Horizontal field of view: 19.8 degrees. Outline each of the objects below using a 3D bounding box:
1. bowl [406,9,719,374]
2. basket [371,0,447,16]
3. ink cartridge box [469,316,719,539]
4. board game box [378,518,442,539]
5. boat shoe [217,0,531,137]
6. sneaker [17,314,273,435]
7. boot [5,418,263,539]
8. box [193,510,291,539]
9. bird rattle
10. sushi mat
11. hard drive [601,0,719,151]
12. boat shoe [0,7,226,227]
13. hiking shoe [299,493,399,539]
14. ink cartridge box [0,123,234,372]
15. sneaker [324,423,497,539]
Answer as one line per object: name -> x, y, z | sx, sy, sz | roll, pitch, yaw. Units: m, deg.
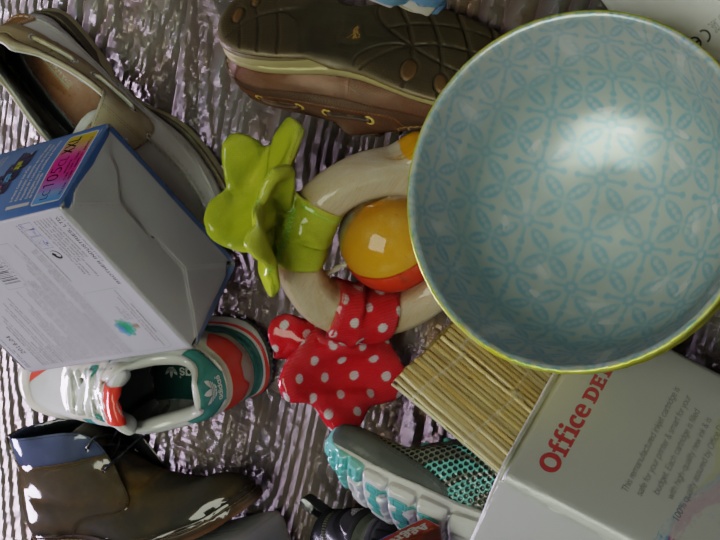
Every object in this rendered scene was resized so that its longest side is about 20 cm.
bowl -> 0.134, -0.035, 1.156 | 0.199, 0.108, 0.201 | -4, 79, 19
basket -> 0.042, -0.257, 1.119 | 0.139, 0.177, 0.200 | 12, 138, -16
ink cartridge box -> 0.181, 0.134, 1.157 | 0.200, 0.145, 0.088 | 28, 138, 8
board game box -> 0.018, 0.258, 1.227 | 0.019, 0.103, 0.201 | 18, 124, 53
boat shoe -> 0.012, -0.118, 1.245 | 0.199, 0.072, 0.068 | 13, 144, 16
sneaker -> -0.162, 0.072, 1.371 | 0.199, 0.093, 0.071 | -4, 103, 28
boot -> -0.162, 0.141, 1.403 | 0.200, 0.075, 0.097 | -16, 100, 32
box -> -0.137, 0.293, 1.379 | 0.199, 0.171, 0.200 | -15, 98, 31
bird rattle -> 0.000, 0.000, 1.247 | 0.163, 0.113, 0.200 | -26, 119, 6
sushi mat -> 0.120, 0.101, 1.236 | 0.200, 0.096, 0.012 | 40, 146, 12
hard drive -> 0.193, -0.181, 1.147 | 0.132, 0.027, 0.200 | -39, 86, 31
boat shoe -> -0.168, -0.086, 1.341 | 0.200, 0.068, 0.075 | 43, 117, 8
hiking shoe -> 0.010, 0.240, 1.355 | 0.101, 0.076, 0.201 | 14, 117, 47
ink cartridge box -> -0.201, -0.008, 1.333 | 0.200, 0.076, 0.137 | -11, 131, 40
sneaker -> 0.077, 0.129, 1.263 | 0.199, 0.091, 0.078 | 23, 159, 5
